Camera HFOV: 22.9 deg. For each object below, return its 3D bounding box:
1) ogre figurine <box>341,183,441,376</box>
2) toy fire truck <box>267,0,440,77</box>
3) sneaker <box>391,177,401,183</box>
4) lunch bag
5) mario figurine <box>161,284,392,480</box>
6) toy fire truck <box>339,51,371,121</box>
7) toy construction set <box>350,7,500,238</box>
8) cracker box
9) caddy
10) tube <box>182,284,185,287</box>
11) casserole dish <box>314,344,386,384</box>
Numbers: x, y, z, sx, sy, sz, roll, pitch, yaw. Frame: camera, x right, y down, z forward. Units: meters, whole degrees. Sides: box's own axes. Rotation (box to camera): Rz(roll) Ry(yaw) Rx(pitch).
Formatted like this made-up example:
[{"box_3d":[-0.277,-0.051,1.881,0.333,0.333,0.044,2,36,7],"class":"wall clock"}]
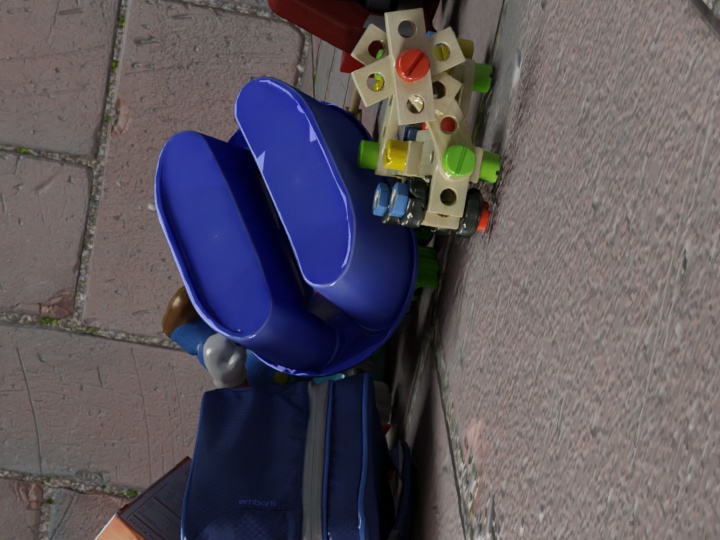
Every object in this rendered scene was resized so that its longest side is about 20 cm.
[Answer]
[{"box_3d":[0.000,0.000,1.259,0.200,0.098,0.120,42,115,44],"class":"ogre figurine"},{"box_3d":[-0.010,-0.236,1.344,0.112,0.167,0.201,106,171,-46],"class":"toy fire truck"},{"box_3d":[-0.032,-0.007,1.430,0.075,0.115,0.201,-90,11,-60],"class":"sneaker"},{"box_3d":[-0.031,0.156,1.116,0.200,0.132,0.136,-87,-10,-56],"class":"lunch bag"},{"box_3d":[-0.044,0.076,1.259,0.123,0.200,0.106,-33,-23,-27],"class":"mario figurine"},{"box_3d":[-0.010,-0.126,1.733,0.200,0.049,0.142,108,170,-59],"class":"toy fire truck"},{"box_3d":[0.042,-0.089,1.055,0.200,0.092,0.132,0,-80,-85],"class":"toy construction set"},{"box_3d":[-0.155,0.206,1.167,0.134,0.058,0.200,-51,-4,8],"class":"cracker box"},{"box_3d":[-0.046,-0.028,1.165,0.105,0.141,0.201,27,-145,-57],"class":"caddy"},{"box_3d":[-0.078,-0.031,1.404,0.200,0.058,0.052,-55,-20,-32],"class":"tube"},{"box_3d":[-0.015,0.109,1.377,0.121,0.039,0.201,-168,86,-75],"class":"casserole dish"}]
